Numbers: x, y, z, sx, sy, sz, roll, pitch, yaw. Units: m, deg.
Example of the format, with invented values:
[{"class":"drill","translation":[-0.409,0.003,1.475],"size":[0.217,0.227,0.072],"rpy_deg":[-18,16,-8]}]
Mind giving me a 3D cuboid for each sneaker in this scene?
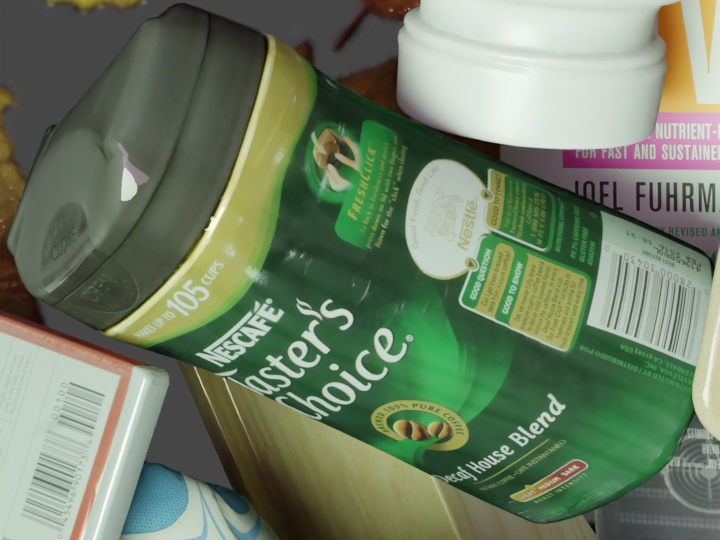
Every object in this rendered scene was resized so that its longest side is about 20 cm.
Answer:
[{"class":"sneaker","translation":[-0.084,0.104,0.804],"size":[0.072,0.200,0.073],"rpy_deg":[-40,95,-29]}]

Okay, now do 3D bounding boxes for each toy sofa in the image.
[{"class":"toy sofa","translation":[0.000,0.052,0.824],"size":[0.083,0.098,0.200],"rpy_deg":[-20,95,40]}]

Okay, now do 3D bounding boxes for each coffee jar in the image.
[{"class":"coffee jar","translation":[0.000,0.000,0.710],"size":[0.200,0.104,0.085],"rpy_deg":[25,60,-18]}]

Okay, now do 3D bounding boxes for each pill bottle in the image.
[{"class":"pill bottle","translation":[0.061,-0.142,0.712],"size":[0.112,0.112,0.200],"rpy_deg":[9,107,11]}]

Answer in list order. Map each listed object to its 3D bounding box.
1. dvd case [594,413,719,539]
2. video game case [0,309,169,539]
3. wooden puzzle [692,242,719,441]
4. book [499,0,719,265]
[{"class":"dvd case","translation":[0.151,0.096,0.792],"size":[0.148,0.016,0.200],"rpy_deg":[2,110,22]},{"class":"video game case","translation":[-0.166,0.067,0.717],"size":[0.200,0.017,0.143],"rpy_deg":[19,93,20]},{"class":"wooden puzzle","translation":[0.192,-0.023,0.627],"size":[0.200,0.046,0.186],"rpy_deg":[14,95,45]},{"class":"book","translation":[0.112,-0.074,0.792],"size":[0.133,0.048,0.200],"rpy_deg":[1,100,18]}]
